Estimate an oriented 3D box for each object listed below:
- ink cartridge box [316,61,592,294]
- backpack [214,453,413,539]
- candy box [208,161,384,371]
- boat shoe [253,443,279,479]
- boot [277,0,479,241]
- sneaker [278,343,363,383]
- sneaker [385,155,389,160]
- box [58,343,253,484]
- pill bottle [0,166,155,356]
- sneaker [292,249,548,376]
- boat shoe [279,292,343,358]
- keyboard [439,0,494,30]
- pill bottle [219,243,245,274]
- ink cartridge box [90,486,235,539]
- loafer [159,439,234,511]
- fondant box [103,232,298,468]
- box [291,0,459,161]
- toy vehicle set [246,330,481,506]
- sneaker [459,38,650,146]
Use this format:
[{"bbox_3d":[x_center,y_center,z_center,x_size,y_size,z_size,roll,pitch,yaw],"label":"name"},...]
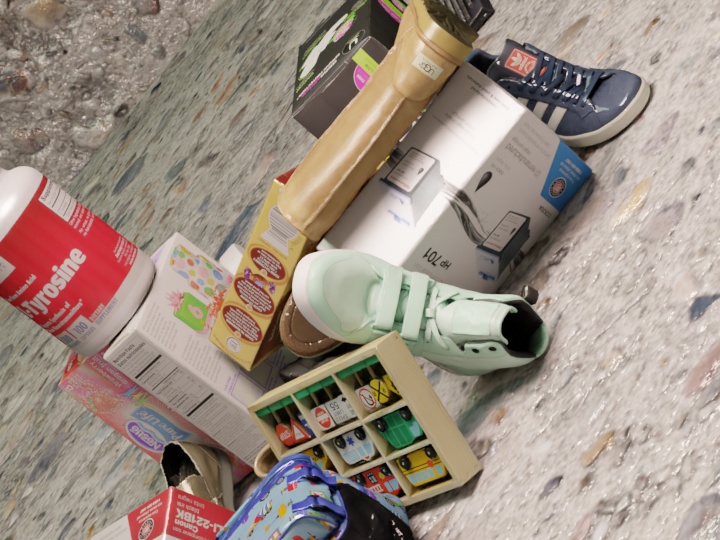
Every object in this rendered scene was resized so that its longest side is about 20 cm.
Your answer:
[{"bbox_3d":[0.080,-0.051,1.630,0.086,0.146,0.201,40,94,34],"label":"ink cartridge box"},{"bbox_3d":[-0.045,0.226,1.455,0.183,0.134,0.200,-49,16,10],"label":"backpack"},{"bbox_3d":[-0.058,-0.015,1.760,0.117,0.056,0.201,-36,-24,-49],"label":"candy box"},{"bbox_3d":[-0.020,0.143,1.638,0.200,0.065,0.073,-34,41,50],"label":"boat shoe"},{"bbox_3d":[0.010,-0.132,1.619,0.200,0.066,0.175,-51,4,15],"label":"boot"},{"bbox_3d":[-0.006,0.085,1.740,0.091,0.076,0.200,-46,20,-13],"label":"sneaker"},{"bbox_3d":[0.084,-0.107,1.868,0.200,0.077,0.073,-29,26,48],"label":"sneaker"},{"bbox_3d":[-0.181,0.116,1.901,0.095,0.200,0.103,-39,22,29],"label":"box"},{"bbox_3d":[-0.296,-0.021,1.789,0.112,0.200,0.112,-46,17,19],"label":"pill bottle"},{"bbox_3d":[0.052,0.025,1.498,0.118,0.199,0.074,-14,61,54],"label":"sneaker"},{"bbox_3d":[0.000,0.000,1.746,0.200,0.072,0.076,-48,0,-14],"label":"boat shoe"},{"bbox_3d":[0.127,-0.321,2.270,0.127,0.021,0.200,-49,19,14],"label":"keyboard"},{"bbox_3d":[-0.160,0.078,2.065,0.200,0.116,0.116,-52,17,4],"label":"pill bottle"},{"bbox_3d":[-0.175,0.305,1.639,0.144,0.083,0.201,-35,40,44],"label":"ink cartridge box"},{"bbox_3d":[-0.153,0.231,1.787,0.075,0.069,0.201,-46,32,19],"label":"loafer"},{"bbox_3d":[-0.130,0.079,1.844,0.058,0.200,0.145,-39,21,35],"label":"fondant box"},{"bbox_3d":[0.022,-0.197,2.079,0.124,0.148,0.200,-43,19,21],"label":"box"},{"bbox_3d":[-0.001,0.131,1.539,0.026,0.125,0.200,-35,3,-37],"label":"toy vehicle set"},{"bbox_3d":[0.162,-0.163,1.712,0.199,0.085,0.075,4,53,50],"label":"sneaker"}]
